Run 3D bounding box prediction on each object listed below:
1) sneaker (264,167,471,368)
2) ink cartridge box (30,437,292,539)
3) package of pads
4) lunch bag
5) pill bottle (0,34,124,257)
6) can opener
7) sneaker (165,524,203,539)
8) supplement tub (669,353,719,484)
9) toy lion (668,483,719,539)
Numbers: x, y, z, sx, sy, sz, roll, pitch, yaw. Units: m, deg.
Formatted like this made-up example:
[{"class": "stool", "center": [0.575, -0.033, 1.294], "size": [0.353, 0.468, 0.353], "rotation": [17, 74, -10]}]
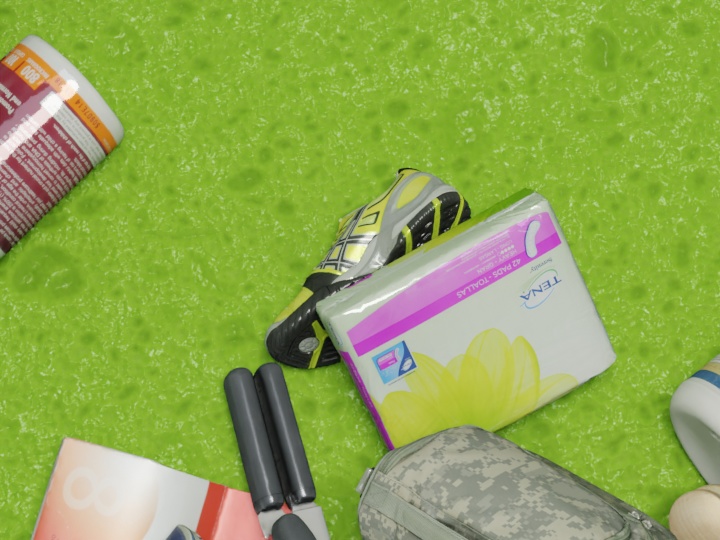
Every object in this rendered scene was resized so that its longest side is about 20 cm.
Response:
[{"class": "sneaker", "center": [0.000, 0.000, 1.178], "size": [0.200, 0.076, 0.076], "rotation": [-41, 45, -3]}, {"class": "ink cartridge box", "center": [-0.158, 0.234, 1.122], "size": [0.198, 0.050, 0.164], "rotation": [14, 77, 5]}, {"class": "package of pads", "center": [0.086, 0.051, 1.133], "size": [0.199, 0.068, 0.156], "rotation": [-29, 107, -7]}, {"class": "lunch bag", "center": [0.109, 0.203, 1.031], "size": [0.199, 0.167, 0.140], "rotation": [27, 95, 38]}, {"class": "pill bottle", "center": [-0.296, -0.081, 1.159], "size": [0.114, 0.114, 0.200], "rotation": [43, 79, 8]}, {"class": "can opener", "center": [-0.055, 0.163, 1.118], "size": [0.053, 0.067, 0.202], "rotation": [-8, 70, -25]}, {"class": "sneaker", "center": [-0.093, 0.268, 1.033], "size": [0.081, 0.199, 0.115], "rotation": [-49, 116, -6]}, {"class": "supplement tub", "center": [0.354, 0.094, 1.114], "size": [0.199, 0.145, 0.145], "rotation": [-37, 80, -9]}, {"class": "toy lion", "center": [0.266, 0.289, 1.066], "size": [0.191, 0.069, 0.201], "rotation": [40, 103, 22]}]
